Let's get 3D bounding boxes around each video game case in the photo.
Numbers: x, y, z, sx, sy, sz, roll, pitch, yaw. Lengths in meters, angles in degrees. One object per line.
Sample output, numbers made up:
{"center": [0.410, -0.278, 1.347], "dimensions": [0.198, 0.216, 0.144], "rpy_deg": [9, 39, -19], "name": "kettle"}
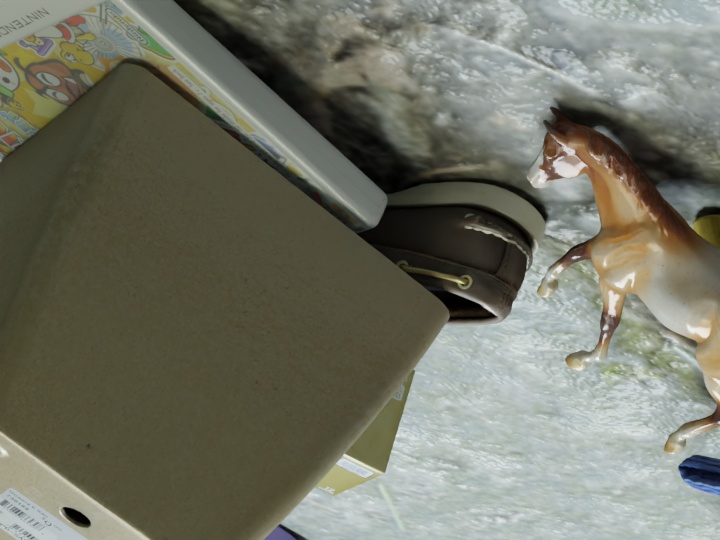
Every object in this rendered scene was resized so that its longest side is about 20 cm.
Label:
{"center": [-0.112, -0.070, 1.253], "dimensions": [0.200, 0.023, 0.182], "rpy_deg": [41, 147, -26], "name": "video game case"}

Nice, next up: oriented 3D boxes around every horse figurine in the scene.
{"center": [0.149, 0.023, 1.194], "dimensions": [0.200, 0.050, 0.133], "rpy_deg": [43, 143, 16], "name": "horse figurine"}

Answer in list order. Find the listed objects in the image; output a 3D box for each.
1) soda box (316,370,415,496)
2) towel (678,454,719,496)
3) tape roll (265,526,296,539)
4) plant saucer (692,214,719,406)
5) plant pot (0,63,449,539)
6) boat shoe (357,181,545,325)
{"center": [-0.074, 0.049, 1.437], "dimensions": [0.199, 0.068, 0.064], "rpy_deg": [28, 153, -20], "name": "soda box"}
{"center": [0.272, 0.125, 1.324], "dimensions": [0.199, 0.024, 0.145], "rpy_deg": [11, 178, -9], "name": "towel"}
{"center": [-0.111, 0.261, 1.726], "dimensions": [0.199, 0.201, 0.085], "rpy_deg": [31, 152, -25], "name": "tape roll"}
{"center": [0.258, 0.056, 1.258], "dimensions": [0.199, 0.049, 0.200], "rpy_deg": [10, 152, 17], "name": "plant saucer"}
{"center": [-0.114, 0.056, 1.245], "dimensions": [0.199, 0.178, 0.200], "rpy_deg": [38, 149, -16], "name": "plant pot"}
{"center": [0.000, 0.000, 1.300], "dimensions": [0.199, 0.060, 0.072], "rpy_deg": [-4, 147, 38], "name": "boat shoe"}
